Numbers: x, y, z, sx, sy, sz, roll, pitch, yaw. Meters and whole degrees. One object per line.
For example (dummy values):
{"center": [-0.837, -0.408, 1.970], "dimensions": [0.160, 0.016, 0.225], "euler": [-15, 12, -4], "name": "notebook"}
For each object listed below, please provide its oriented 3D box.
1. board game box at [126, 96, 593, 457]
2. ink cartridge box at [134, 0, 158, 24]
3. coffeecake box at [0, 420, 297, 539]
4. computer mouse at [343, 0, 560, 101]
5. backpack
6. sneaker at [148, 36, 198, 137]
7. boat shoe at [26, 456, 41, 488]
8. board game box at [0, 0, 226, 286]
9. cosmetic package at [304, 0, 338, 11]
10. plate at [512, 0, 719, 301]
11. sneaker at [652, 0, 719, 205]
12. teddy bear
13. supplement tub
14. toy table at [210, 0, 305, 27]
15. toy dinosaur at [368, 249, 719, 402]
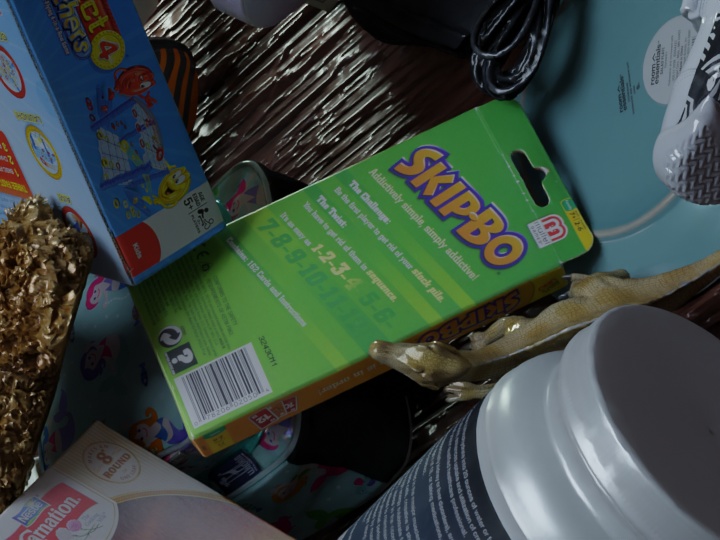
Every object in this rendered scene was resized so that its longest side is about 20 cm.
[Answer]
{"center": [0.000, 0.000, 1.041], "dimensions": [0.200, 0.030, 0.096], "euler": [-26, 59, 1], "name": "board game box"}
{"center": [-0.139, -0.174, 1.310], "dimensions": [0.163, 0.057, 0.200], "euler": [103, 171, -64], "name": "ink cartridge box"}
{"center": [-0.079, 0.175, 1.005], "dimensions": [0.200, 0.154, 0.073], "euler": [29, 125, 10], "name": "coffeecake box"}
{"center": [0.044, -0.158, 1.119], "dimensions": [0.139, 0.053, 0.200], "euler": [-61, 29, -7], "name": "computer mouse"}
{"center": [-0.081, 0.062, 1.155], "dimensions": [0.200, 0.150, 0.178], "euler": [-42, 47, 42], "name": "backpack"}
{"center": [-0.122, -0.026, 1.305], "dimensions": [0.112, 0.077, 0.200], "euler": [46, 124, 46], "name": "sneaker"}
{"center": [-0.141, 0.147, 1.261], "dimensions": [0.200, 0.071, 0.070], "euler": [20, 96, 60], "name": "boat shoe"}
{"center": [-0.167, -0.103, 1.072], "dimensions": [0.200, 0.056, 0.196], "euler": [15, 132, 54], "name": "board game box"}
{"center": [-0.009, -0.247, 1.209], "dimensions": [0.200, 0.103, 0.087], "euler": [-48, 40, 28], "name": "cosmetic package"}
{"center": [0.125, -0.078, 1.033], "dimensions": [0.200, 0.026, 0.201], "euler": [-25, 57, 46], "name": "plate"}
{"center": [0.163, -0.125, 0.946], "dimensions": [0.115, 0.075, 0.200], "euler": [32, 90, 51], "name": "sneaker"}
{"center": [-0.176, 0.060, 1.059], "dimensions": [0.200, 0.067, 0.145], "euler": [114, 169, -55], "name": "teddy bear"}
{"center": [0.076, 0.122, 0.920], "dimensions": [0.200, 0.140, 0.141], "euler": [-47, 44, 32], "name": "supplement tub"}
{"center": [-0.072, -0.193, 1.073], "dimensions": [0.200, 0.117, 0.184], "euler": [16, -81, -83], "name": "toy table"}
{"center": [0.102, 0.021, 0.958], "dimensions": [0.101, 0.200, 0.058], "euler": [115, 133, -79], "name": "toy dinosaur"}
